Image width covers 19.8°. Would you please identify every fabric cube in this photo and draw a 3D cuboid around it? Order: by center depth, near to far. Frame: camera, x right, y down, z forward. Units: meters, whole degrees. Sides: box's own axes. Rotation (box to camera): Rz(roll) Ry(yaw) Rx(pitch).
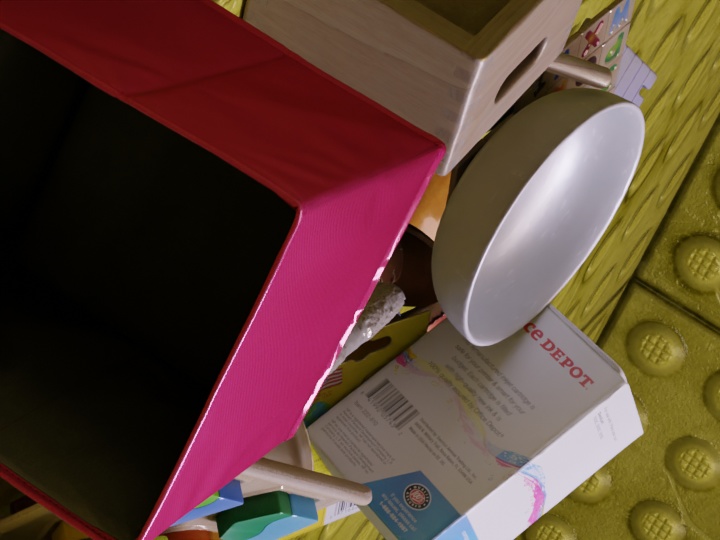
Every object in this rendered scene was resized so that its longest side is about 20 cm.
[{"bbox_3d":[-0.110,-0.016,1.012,0.196,0.200,0.199,-63,168,21],"label":"fabric cube"}]

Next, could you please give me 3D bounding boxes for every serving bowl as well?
[{"bbox_3d":[0.112,-0.047,1.437,0.200,0.066,0.200,-42,154,-26],"label":"serving bowl"}]

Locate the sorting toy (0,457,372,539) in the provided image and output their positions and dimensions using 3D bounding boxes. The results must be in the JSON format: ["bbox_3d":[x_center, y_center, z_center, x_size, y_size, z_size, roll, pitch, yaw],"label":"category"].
[{"bbox_3d":[-0.119,0.162,1.346,0.200,0.037,0.185,-21,155,30],"label":"sorting toy"}]

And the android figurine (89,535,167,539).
[{"bbox_3d":[-0.199,0.212,1.337,0.200,0.041,0.182,-1,154,-28],"label":"android figurine"}]

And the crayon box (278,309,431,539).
[{"bbox_3d":[-0.022,0.108,1.568,0.127,0.051,0.200,-18,137,-32],"label":"crayon box"}]

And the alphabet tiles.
[{"bbox_3d":[0.126,-0.096,1.490,0.200,0.008,0.167,-41,154,-31],"label":"alphabet tiles"}]

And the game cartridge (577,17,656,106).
[{"bbox_3d":[0.149,-0.089,1.596,0.200,0.038,0.130,-59,149,2],"label":"game cartridge"}]

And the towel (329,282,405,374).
[{"bbox_3d":[-0.075,0.058,1.433,0.200,0.035,0.133,-16,-165,36],"label":"towel"}]

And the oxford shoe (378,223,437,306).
[{"bbox_3d":[0.000,0.000,1.497,0.200,0.071,0.071,18,120,-45],"label":"oxford shoe"}]

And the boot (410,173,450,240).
[{"bbox_3d":[0.017,-0.013,1.747,0.201,0.071,0.144,-57,171,23],"label":"boot"}]

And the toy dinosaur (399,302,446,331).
[{"bbox_3d":[0.008,0.092,1.658,0.105,0.200,0.182,-93,-176,-56],"label":"toy dinosaur"}]

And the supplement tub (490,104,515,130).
[{"bbox_3d":[0.059,-0.150,1.472,0.200,0.122,0.123,-34,153,-61],"label":"supplement tub"}]

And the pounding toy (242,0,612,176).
[{"bbox_3d":[0.056,-0.162,1.296,0.200,0.184,0.142,-46,163,-39],"label":"pounding toy"}]

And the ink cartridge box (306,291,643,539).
[{"bbox_3d":[0.085,0.117,1.513,0.200,0.145,0.085,-38,142,-8],"label":"ink cartridge box"}]

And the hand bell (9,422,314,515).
[{"bbox_3d":[-0.143,0.143,1.423,0.200,0.104,0.104,-12,144,-25],"label":"hand bell"}]
